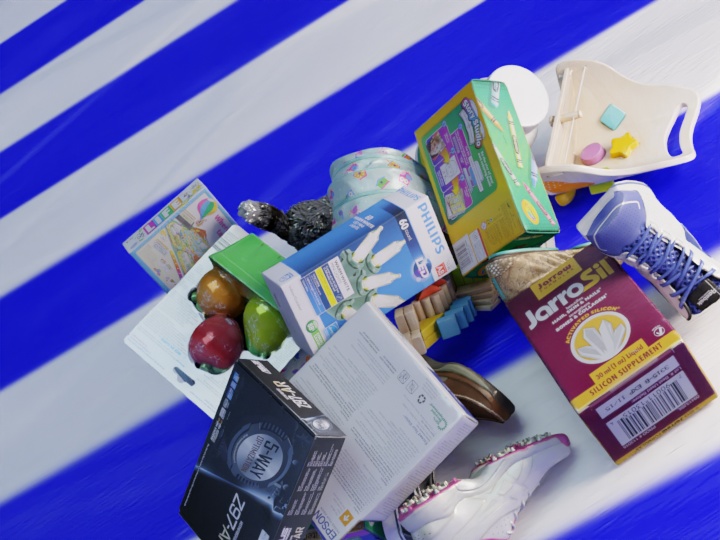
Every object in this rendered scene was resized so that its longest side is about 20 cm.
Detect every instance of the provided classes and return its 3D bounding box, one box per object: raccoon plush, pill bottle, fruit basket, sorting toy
[{"bbox_3d":[-0.047,-0.083,1.773,0.134,0.200,0.097,-53,51,14],"label":"raccoon plush"},{"bbox_3d":[0.155,-0.173,1.682,0.113,0.113,0.200,-63,8,-29],"label":"pill bottle"},{"bbox_3d":[-0.151,0.065,1.576,0.185,0.094,0.200,35,80,26],"label":"fruit basket"},{"bbox_3d":[0.321,-0.164,1.623,0.180,0.107,0.200,-5,47,27],"label":"sorting toy"}]

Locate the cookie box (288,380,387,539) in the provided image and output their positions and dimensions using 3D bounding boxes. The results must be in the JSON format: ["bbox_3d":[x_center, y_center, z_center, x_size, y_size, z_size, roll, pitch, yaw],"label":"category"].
[{"bbox_3d":[-0.054,0.224,1.503,0.171,0.075,0.200,-18,57,25],"label":"cookie box"}]

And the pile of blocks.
[{"bbox_3d":[0.109,0.025,1.566,0.082,0.062,0.200,-3,28,41],"label":"pile of blocks"}]

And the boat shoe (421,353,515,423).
[{"bbox_3d":[0.094,0.146,1.507,0.074,0.076,0.200,-56,30,-12],"label":"boat shoe"}]

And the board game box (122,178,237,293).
[{"bbox_3d":[-0.210,-0.010,1.817,0.134,0.200,0.034,-41,36,-4],"label":"board game box"}]

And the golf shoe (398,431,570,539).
[{"bbox_3d":[0.139,0.238,1.376,0.200,0.092,0.075,-27,-7,-13],"label":"golf shoe"}]

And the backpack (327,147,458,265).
[{"bbox_3d":[0.038,-0.065,1.651,0.167,0.200,0.127,-24,61,25],"label":"backpack"}]

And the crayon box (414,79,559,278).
[{"bbox_3d":[0.144,-0.106,1.547,0.119,0.058,0.200,-39,61,46],"label":"crayon box"}]

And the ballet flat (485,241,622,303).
[{"bbox_3d":[0.234,0.002,1.510,0.200,0.065,0.071,-10,-9,-21],"label":"ballet flat"}]

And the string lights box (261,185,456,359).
[{"bbox_3d":[0.000,0.000,1.511,0.200,0.103,0.059,-32,28,-15],"label":"string lights box"}]

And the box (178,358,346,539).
[{"bbox_3d":[-0.108,0.219,1.419,0.160,0.043,0.200,39,113,44],"label":"box"}]

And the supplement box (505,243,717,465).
[{"bbox_3d":[0.260,0.082,1.399,0.131,0.103,0.200,-37,36,5],"label":"supplement box"}]

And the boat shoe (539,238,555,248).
[{"bbox_3d":[0.188,-0.050,1.616,0.075,0.086,0.202,-28,38,14],"label":"boat shoe"}]

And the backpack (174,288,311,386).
[{"bbox_3d":[-0.142,0.101,1.680,0.177,0.151,0.200,-41,44,-6],"label":"backpack"}]

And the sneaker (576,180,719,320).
[{"bbox_3d":[0.323,-0.015,1.390,0.081,0.199,0.115,-51,47,13],"label":"sneaker"}]

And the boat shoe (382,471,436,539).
[{"bbox_3d":[0.053,0.201,1.446,0.068,0.072,0.200,-24,55,26],"label":"boat shoe"}]

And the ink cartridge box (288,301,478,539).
[{"bbox_3d":[-0.003,0.166,1.427,0.200,0.043,0.196,-46,51,7],"label":"ink cartridge box"}]
